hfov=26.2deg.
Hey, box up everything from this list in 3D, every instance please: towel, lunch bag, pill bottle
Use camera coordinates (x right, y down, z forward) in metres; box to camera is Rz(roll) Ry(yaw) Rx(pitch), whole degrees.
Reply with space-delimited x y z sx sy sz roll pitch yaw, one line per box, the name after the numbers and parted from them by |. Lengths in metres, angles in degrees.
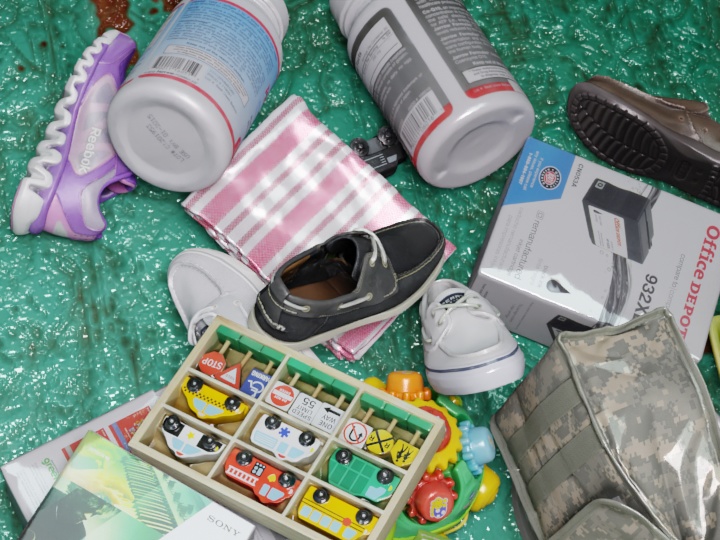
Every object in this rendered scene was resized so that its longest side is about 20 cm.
-0.033 -0.038 1.307 0.200 0.030 0.146 44 70 -2 | towel
0.194 0.157 1.141 0.117 0.164 0.201 -14 68 -21 | lunch bag
0.058 -0.182 1.359 0.113 0.114 0.200 -21 62 -17 | pill bottle
-0.130 -0.167 1.313 0.108 0.109 0.200 22 46 1 | pill bottle

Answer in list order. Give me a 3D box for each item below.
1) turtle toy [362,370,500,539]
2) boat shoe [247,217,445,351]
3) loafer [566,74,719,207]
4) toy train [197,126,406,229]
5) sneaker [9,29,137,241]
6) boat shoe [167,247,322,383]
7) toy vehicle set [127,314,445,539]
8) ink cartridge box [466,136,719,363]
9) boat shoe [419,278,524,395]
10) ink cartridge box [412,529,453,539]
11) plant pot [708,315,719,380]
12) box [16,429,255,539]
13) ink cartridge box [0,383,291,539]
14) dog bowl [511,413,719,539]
0.026 0.159 1.198 0.146 0.101 0.200 38 53 8 | turtle toy
0.000 0.000 1.237 0.200 0.068 0.072 -25 57 -38 | boat shoe
0.281 -0.123 1.406 0.199 0.073 0.071 28 54 -1 | loafer
-0.048 -0.071 1.344 0.199 0.034 0.046 -24 82 -19 | toy train
-0.224 -0.108 1.312 0.088 0.081 0.201 21 69 -7 | sneaker
-0.102 0.056 1.234 0.068 0.072 0.200 1 46 -55 | boat shoe
-0.053 0.125 1.135 0.199 0.027 0.125 23 64 18 | toy vehicle set
0.205 -0.004 1.325 0.199 0.084 0.146 22 64 1 | ink cartridge box
0.075 0.048 1.218 0.073 0.200 0.067 -18 99 -9 | boat shoe
0.106 0.294 1.098 0.147 0.076 0.200 23 22 -26 | ink cartridge box
0.402 0.087 1.262 0.199 0.182 0.200 -5 67 -12 | plant pot
-0.183 0.232 1.090 0.144 0.036 0.200 29 66 4 | box
-0.149 0.204 1.173 0.175 0.084 0.200 -26 73 -18 | ink cartridge box
0.227 0.178 1.261 0.199 0.059 0.201 3 66 -8 | dog bowl
